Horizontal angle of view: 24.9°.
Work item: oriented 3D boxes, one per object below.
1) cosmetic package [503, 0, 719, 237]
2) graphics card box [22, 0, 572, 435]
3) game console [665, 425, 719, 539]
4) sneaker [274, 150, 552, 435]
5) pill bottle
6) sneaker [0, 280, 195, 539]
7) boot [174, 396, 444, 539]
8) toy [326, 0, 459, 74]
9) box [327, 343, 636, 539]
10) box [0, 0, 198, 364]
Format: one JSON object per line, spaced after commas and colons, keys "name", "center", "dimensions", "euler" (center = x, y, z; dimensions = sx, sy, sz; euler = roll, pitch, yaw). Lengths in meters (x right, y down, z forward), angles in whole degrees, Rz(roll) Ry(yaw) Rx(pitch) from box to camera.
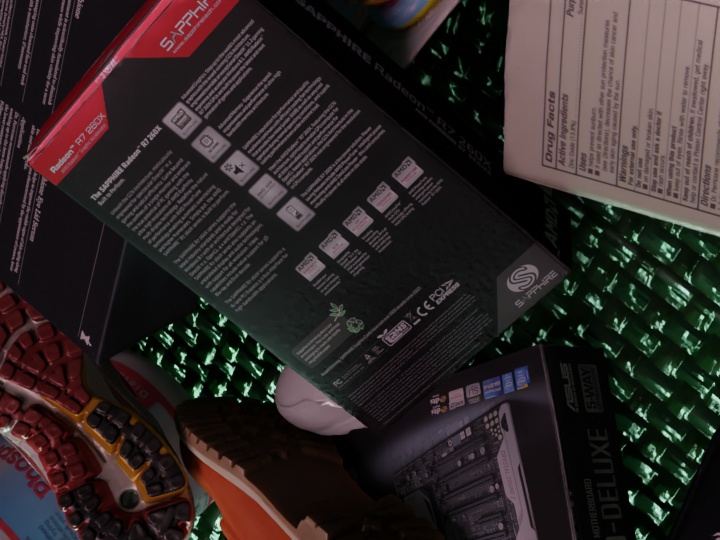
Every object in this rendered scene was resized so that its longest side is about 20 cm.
{"name": "cosmetic package", "center": [0.160, -0.072, 0.617], "dimensions": [0.198, 0.087, 0.105], "euler": [20, 125, 30]}
{"name": "graphics card box", "center": [-0.022, -0.034, 0.676], "dimensions": [0.199, 0.051, 0.125], "euler": [38, 118, -16]}
{"name": "game console", "center": [0.207, 0.182, 0.657], "dimensions": [0.198, 0.119, 0.174], "euler": [21, 126, 8]}
{"name": "sneaker", "center": [0.000, 0.000, 0.775], "dimensions": [0.098, 0.078, 0.200], "euler": [23, 128, -21]}
{"name": "pill bottle", "center": [-0.179, 0.144, 0.915], "dimensions": [0.108, 0.200, 0.110], "euler": [31, 143, 26]}
{"name": "sneaker", "center": [-0.157, 0.071, 0.846], "dimensions": [0.201, 0.077, 0.082], "euler": [54, 175, 11]}
{"name": "boot", "center": [-0.040, 0.140, 0.814], "dimensions": [0.200, 0.074, 0.108], "euler": [39, 124, 46]}
{"name": "toy", "center": [0.010, -0.139, 0.690], "dimensions": [0.047, 0.116, 0.200], "euler": [15, 139, -20]}
{"name": "box", "center": [0.045, 0.137, 0.807], "dimensions": [0.199, 0.049, 0.160], "euler": [-22, 70, 44]}
{"name": "box", "center": [-0.128, -0.081, 0.772], "dimensions": [0.141, 0.079, 0.202], "euler": [38, 130, 23]}
